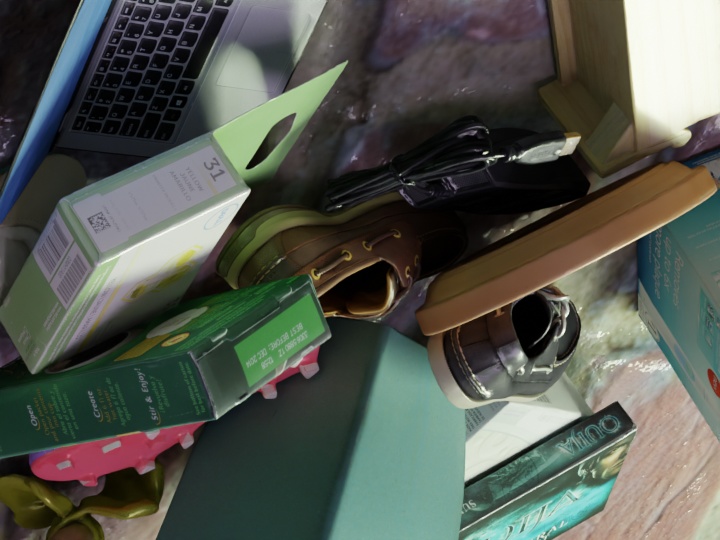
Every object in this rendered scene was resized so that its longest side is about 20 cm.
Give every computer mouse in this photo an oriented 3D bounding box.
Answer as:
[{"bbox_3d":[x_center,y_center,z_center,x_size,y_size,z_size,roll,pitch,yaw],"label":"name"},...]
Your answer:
[{"bbox_3d":[0.084,-0.070,1.405,0.199,0.046,0.140,-1,168,-45],"label":"computer mouse"}]

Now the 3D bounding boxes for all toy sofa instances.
[{"bbox_3d":[0.153,-0.159,1.370,0.097,0.083,0.201,-27,142,-10],"label":"toy sofa"}]

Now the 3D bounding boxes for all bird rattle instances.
[{"bbox_3d":[-0.181,0.219,1.526,0.112,0.163,0.201,-1,127,-5],"label":"bird rattle"}]

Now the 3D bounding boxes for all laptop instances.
[{"bbox_3d":[-0.097,-0.101,1.249,0.199,0.116,0.188,5,131,-31],"label":"laptop"}]

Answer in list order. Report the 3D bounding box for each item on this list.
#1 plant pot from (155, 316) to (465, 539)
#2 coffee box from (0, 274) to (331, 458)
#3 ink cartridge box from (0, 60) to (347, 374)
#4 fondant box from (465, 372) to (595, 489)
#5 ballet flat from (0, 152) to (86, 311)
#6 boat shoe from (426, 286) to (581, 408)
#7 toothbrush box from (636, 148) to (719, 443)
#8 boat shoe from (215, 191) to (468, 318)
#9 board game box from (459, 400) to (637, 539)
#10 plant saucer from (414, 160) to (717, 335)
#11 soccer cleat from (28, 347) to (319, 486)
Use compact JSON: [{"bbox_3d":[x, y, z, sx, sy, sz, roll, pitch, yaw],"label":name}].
[{"bbox_3d":[-0.019,0.136,1.493,0.141,0.141,0.201,32,72,-47],"label":"plant pot"},{"bbox_3d":[-0.127,0.057,1.343,0.199,0.044,0.123,-13,-167,36],"label":"coffee box"},{"bbox_3d":[-0.094,-0.028,1.306,0.199,0.048,0.146,-26,166,-31],"label":"ink cartridge box"},{"bbox_3d":[0.049,0.139,1.623,0.200,0.058,0.144,-43,155,18],"label":"fondant box"},{"bbox_3d":[-0.233,0.009,1.328,0.199,0.070,0.070,-32,141,3],"label":"ballet flat"},{"bbox_3d":[0.110,0.043,1.516,0.063,0.073,0.200,-27,176,26],"label":"boat shoe"},{"bbox_3d":[0.261,0.040,1.559,0.085,0.200,0.147,-21,142,-10],"label":"toothbrush box"},{"bbox_3d":[0.000,0.000,1.434,0.199,0.068,0.072,-9,142,-50],"label":"boat shoe"},{"bbox_3d":[0.095,0.174,1.644,0.199,0.028,0.136,-28,157,-20],"label":"board game box"},{"bbox_3d":[0.121,-0.018,1.445,0.199,0.032,0.200,-26,-179,0],"label":"plant saucer"},{"bbox_3d":[-0.118,0.066,1.462,0.199,0.077,0.067,-27,155,9],"label":"soccer cleat"}]
